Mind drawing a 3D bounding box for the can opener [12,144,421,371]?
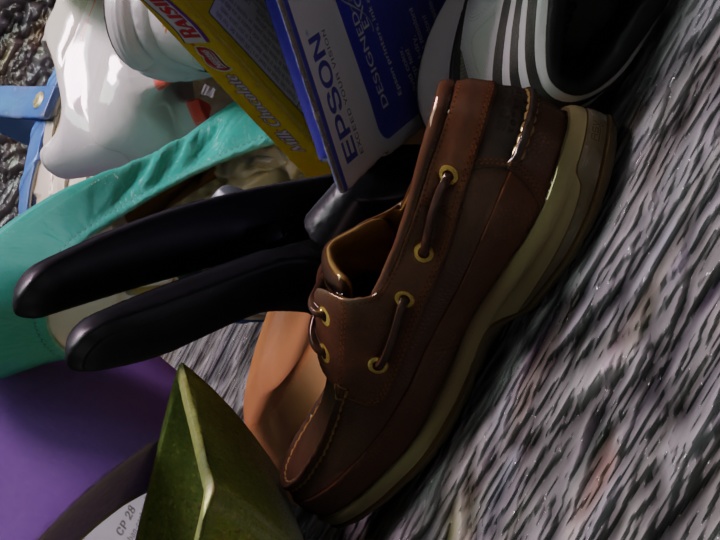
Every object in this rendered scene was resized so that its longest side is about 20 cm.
[{"bbox_3d":[-0.047,-0.006,0.916,0.200,0.063,0.079,-17,-44,-47],"label":"can opener"}]

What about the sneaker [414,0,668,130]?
[{"bbox_3d":[0.086,-0.137,0.909,0.115,0.075,0.201,-28,46,59],"label":"sneaker"}]

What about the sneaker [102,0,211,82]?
[{"bbox_3d":[-0.011,-0.106,1.089,0.080,0.200,0.074,1,96,43],"label":"sneaker"}]

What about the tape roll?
[{"bbox_3d":[-0.143,0.117,1.090,0.200,0.085,0.200,-45,-19,-21],"label":"tape roll"}]

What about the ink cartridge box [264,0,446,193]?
[{"bbox_3d":[-0.014,-0.147,0.931,0.047,0.198,0.200,-11,16,29],"label":"ink cartridge box"}]

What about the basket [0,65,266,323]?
[{"bbox_3d":[-0.092,-0.052,1.268,0.200,0.176,0.140,13,82,68],"label":"basket"}]

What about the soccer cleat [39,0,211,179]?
[{"bbox_3d":[-0.106,-0.126,1.150,0.077,0.069,0.201,-20,46,23],"label":"soccer cleat"}]

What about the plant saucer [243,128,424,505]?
[{"bbox_3d":[0.000,0.000,1.077,0.200,0.037,0.201,-156,90,-80],"label":"plant saucer"}]

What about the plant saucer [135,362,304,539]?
[{"bbox_3d":[-0.061,0.152,0.934,0.200,0.048,0.201,-125,48,-78],"label":"plant saucer"}]

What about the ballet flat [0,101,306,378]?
[{"bbox_3d":[-0.078,-0.011,1.025,0.200,0.070,0.068,-34,-47,-30],"label":"ballet flat"}]

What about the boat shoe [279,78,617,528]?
[{"bbox_3d":[0.015,0.009,0.894,0.200,0.067,0.072,-58,13,38],"label":"boat shoe"}]

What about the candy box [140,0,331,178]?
[{"bbox_3d":[-0.037,-0.120,0.970,0.026,0.200,0.102,4,61,37],"label":"candy box"}]
